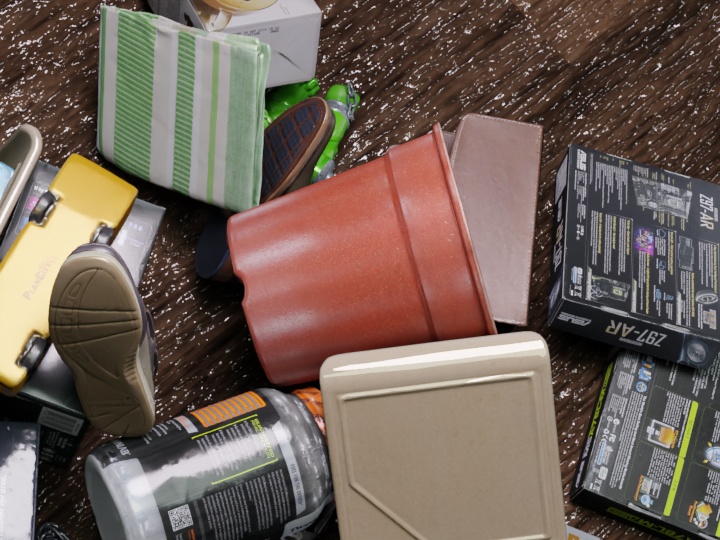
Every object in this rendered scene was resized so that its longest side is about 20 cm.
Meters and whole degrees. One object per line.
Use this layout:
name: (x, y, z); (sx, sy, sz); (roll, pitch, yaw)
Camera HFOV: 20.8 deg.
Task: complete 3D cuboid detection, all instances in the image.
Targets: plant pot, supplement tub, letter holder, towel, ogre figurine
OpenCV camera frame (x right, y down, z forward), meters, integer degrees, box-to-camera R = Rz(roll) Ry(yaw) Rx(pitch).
plant pot: (0.000, 0.000, 1.628); (0.193, 0.201, 0.203); (-15, 71, 3)
supplement tub: (-0.114, 0.171, 1.594); (0.198, 0.123, 0.123); (-18, 73, -20)
letter holder: (0.082, -0.036, 1.789); (0.141, 0.101, 0.202); (11, 66, -7)
towel: (-0.158, -0.144, 1.709); (0.199, 0.154, 0.023); (19, 22, 37)
ogre figurine: (-0.096, -0.122, 1.788); (0.198, 0.098, 0.121); (12, 47, -25)

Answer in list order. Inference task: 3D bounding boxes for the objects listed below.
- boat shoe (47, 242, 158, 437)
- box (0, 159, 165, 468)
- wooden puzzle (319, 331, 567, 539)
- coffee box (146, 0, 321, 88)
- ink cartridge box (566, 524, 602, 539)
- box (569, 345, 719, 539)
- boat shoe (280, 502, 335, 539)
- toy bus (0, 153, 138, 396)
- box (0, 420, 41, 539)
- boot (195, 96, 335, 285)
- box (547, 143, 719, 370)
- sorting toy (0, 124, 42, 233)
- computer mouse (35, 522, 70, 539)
boat shoe: (-0.193, 0.046, 1.499); (0.071, 0.201, 0.065); (-4, 46, 5)
box: (-0.260, 0.038, 1.645); (0.123, 0.149, 0.202); (20, 64, -9)
wooden puzzle: (0.068, 0.156, 1.575); (0.183, 0.037, 0.202); (-7, 101, 1)
coffee box: (-0.126, -0.255, 1.794); (0.112, 0.080, 0.201); (-11, 46, -21)
ink cartridge box: (0.111, 0.293, 1.661); (0.199, 0.040, 0.201); (28, 67, -35)
box: (0.308, 0.152, 1.798); (0.192, 0.048, 0.201); (22, 64, -7)
boat shoe: (-0.051, 0.190, 1.683); (0.067, 0.057, 0.201); (38, 65, -7)
toy bus: (-0.249, 0.005, 1.533); (0.065, 0.078, 0.201); (30, 64, -4)
box: (-0.360, 0.226, 1.564); (0.198, 0.118, 0.199); (4, 67, -11)
boot: (-0.057, -0.064, 1.721); (0.096, 0.200, 0.075); (17, 34, -35)
box: (0.258, -0.016, 1.823); (0.159, 0.044, 0.201); (15, 48, -8)
sorting toy: (-0.336, -0.012, 1.629); (0.036, 0.185, 0.202); (26, 65, -19)
computer mouse: (-0.162, 0.225, 1.650); (0.199, 0.046, 0.141); (-31, 77, -23)
